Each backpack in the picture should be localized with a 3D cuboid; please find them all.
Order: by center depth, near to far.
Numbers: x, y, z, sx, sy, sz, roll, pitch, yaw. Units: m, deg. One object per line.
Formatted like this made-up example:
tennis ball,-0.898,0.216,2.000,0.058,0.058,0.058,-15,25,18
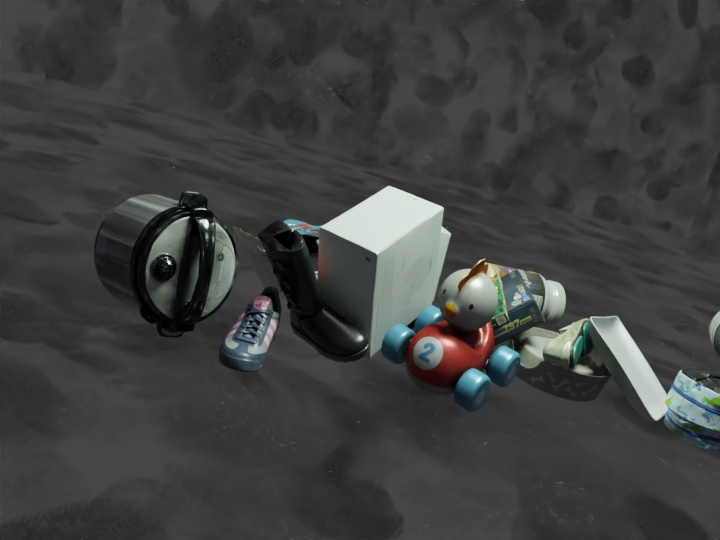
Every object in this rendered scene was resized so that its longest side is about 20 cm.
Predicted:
backpack,0.608,0.237,1.368,0.199,0.155,0.163,31,8,-39

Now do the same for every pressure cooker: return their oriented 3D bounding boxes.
pressure cooker,-0.278,-0.012,1.181,0.198,0.178,0.178,16,50,46

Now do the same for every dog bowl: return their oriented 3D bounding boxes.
dog bowl,0.354,0.170,1.457,0.195,0.060,0.201,15,16,-4

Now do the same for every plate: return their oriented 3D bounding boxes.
plate,0.479,0.175,1.439,0.198,0.032,0.203,6,52,-60

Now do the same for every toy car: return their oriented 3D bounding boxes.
toy car,0.153,0.074,1.258,0.182,0.204,0.175,28,35,33

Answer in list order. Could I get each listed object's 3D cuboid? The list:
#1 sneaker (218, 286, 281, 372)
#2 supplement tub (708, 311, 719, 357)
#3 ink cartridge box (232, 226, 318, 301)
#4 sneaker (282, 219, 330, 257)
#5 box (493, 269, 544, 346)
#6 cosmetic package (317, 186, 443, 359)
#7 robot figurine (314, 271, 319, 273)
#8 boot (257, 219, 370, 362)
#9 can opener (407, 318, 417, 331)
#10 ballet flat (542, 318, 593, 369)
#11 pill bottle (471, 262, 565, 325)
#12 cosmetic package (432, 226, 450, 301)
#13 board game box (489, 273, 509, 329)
sneaker,-0.160,0.082,1.185,0.069,0.084,0.200,15,16,-1
supplement tub,0.900,0.170,1.857,0.137,0.143,0.200,15,16,-1
ink cartridge box,-0.120,-0.004,1.377,0.158,0.048,0.201,25,-25,25
sneaker,-0.087,-0.054,1.777,0.195,0.081,0.096,2,29,-17
box,0.251,0.078,1.516,0.155,0.052,0.200,-28,13,9
cosmetic package,0.029,-0.001,1.343,0.121,0.203,0.199,23,36,27
robot figurine,0.000,0.000,1.546,0.198,0.168,0.115,5,58,-53
boot,-0.069,0.033,1.230,0.163,0.203,0.066,19,46,36
can opener,0.094,0.086,1.467,0.077,0.065,0.199,5,20,-33
ballet flat,0.364,0.122,1.406,0.061,0.069,0.199,6,9,27
pill bottle,0.330,0.056,1.715,0.196,0.119,0.116,10,16,-21
cosmetic package,0.125,-0.042,1.774,0.051,0.154,0.200,10,16,-20
board game box,0.214,0.070,1.461,0.103,0.024,0.201,-27,14,13
